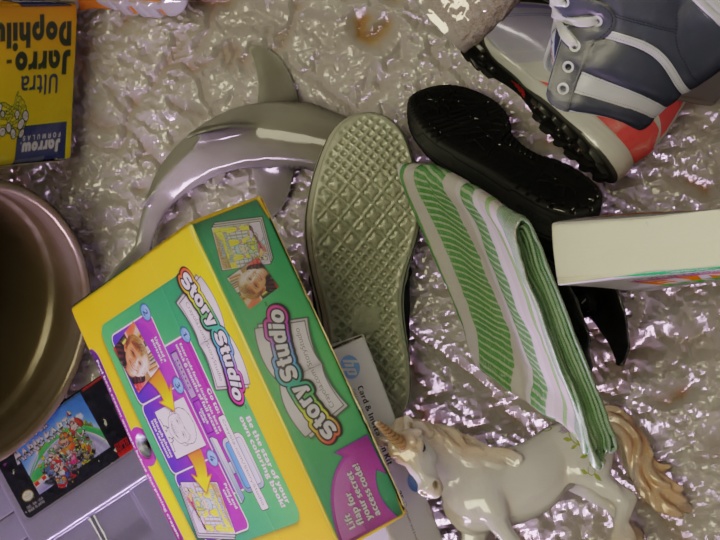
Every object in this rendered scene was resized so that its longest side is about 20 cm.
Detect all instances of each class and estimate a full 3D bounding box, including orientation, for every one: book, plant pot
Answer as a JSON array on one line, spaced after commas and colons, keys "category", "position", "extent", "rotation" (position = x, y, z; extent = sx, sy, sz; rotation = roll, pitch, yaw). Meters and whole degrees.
[{"category": "book", "position": [0.196, -0.017, 0.976], "extent": [0.133, 0.200, 0.048], "rotation": [-6, 88, 22]}, {"category": "plant pot", "position": [-0.312, 0.018, 1.199], "extent": [0.173, 0.200, 0.200], "rotation": [19, 100, 39]}]

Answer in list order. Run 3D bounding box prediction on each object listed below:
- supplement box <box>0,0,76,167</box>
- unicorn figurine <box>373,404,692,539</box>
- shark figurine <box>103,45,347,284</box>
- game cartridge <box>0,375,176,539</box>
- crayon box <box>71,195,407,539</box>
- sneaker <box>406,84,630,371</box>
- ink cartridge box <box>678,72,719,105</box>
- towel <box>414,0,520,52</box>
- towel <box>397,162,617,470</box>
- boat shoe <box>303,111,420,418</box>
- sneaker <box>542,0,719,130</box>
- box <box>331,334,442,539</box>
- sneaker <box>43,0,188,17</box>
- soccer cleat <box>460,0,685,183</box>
[{"category": "supplement box", "position": [-0.305, -0.136, 1.206], "extent": [0.200, 0.109, 0.110], "rotation": [11, 103, 27]}, {"category": "unicorn figurine", "position": [0.093, 0.134, 1.056], "extent": [0.074, 0.200, 0.137], "rotation": [-33, 77, 53]}, {"category": "shark figurine", "position": [-0.101, -0.065, 1.156], "extent": [0.214, 0.089, 0.128], "rotation": [-31, 80, 18]}, {"category": "game cartridge", "position": [-0.174, 0.146, 1.224], "extent": [0.200, 0.038, 0.130], "rotation": [-34, 84, 20]}, {"category": "crayon box", "position": [-0.077, 0.079, 1.060], "extent": [0.173, 0.058, 0.200], "rotation": [-29, 86, 53]}, {"category": "sneaker", "position": [0.092, -0.027, 1.086], "extent": [0.200, 0.060, 0.104], "rotation": [42, 143, 42]}, {"category": "ink cartridge box", "position": [0.165, -0.215, 1.009], "extent": [0.200, 0.145, 0.145], "rotation": [46, 109, 15]}, {"category": "towel", "position": [0.046, -0.236, 0.964], "extent": [0.133, 0.034, 0.200], "rotation": [-40, 78, 23]}, {"category": "towel", "position": [0.080, 0.017, 1.014], "extent": [0.023, 0.200, 0.153], "rotation": [-25, 109, -8]}, {"category": "boat shoe", "position": [0.000, 0.000, 1.123], "extent": [0.075, 0.062, 0.200], "rotation": [-3, 100, -8]}, {"category": "sneaker", "position": [0.102, -0.156, 0.899], "extent": [0.200, 0.070, 0.109], "rotation": [41, 112, -10]}, {"category": "box", "position": [-0.020, 0.152, 1.109], "extent": [0.156, 0.041, 0.200], "rotation": [-21, 92, 52]}, {"category": "sneaker", "position": [-0.194, -0.220, 1.199], "extent": [0.200, 0.078, 0.077], "rotation": [10, 75, 22]}, {"category": "soccer cleat", "position": [0.109, -0.142, 1.087], "extent": [0.073, 0.068, 0.200], "rotation": [-41, 72, -6]}]
